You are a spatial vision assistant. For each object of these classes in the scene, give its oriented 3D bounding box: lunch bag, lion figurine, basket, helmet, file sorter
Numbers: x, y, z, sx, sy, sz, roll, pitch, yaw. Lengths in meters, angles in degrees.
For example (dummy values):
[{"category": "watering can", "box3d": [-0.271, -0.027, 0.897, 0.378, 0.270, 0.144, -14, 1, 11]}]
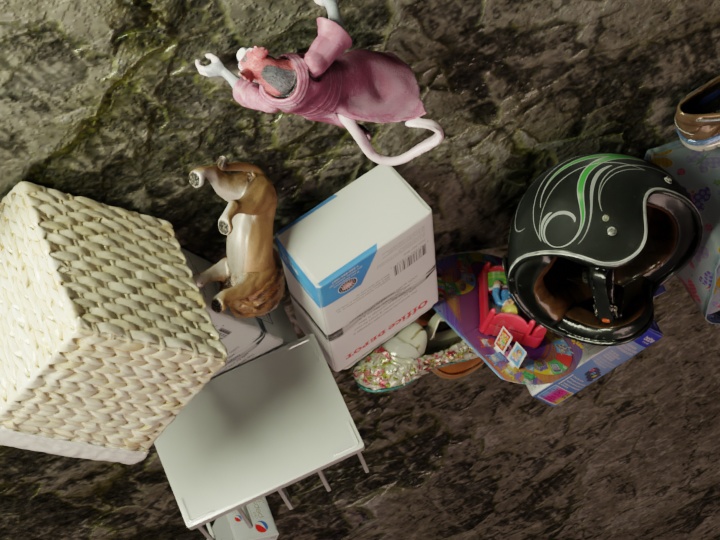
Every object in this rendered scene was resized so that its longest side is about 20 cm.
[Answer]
[{"category": "lunch bag", "box3d": [0.410, -0.048, 1.830, 0.127, 0.170, 0.200, -23, 150, -12]}, {"category": "lion figurine", "box3d": [-0.111, -0.034, 1.519, 0.122, 0.072, 0.201, -25, 137, -48]}, {"category": "basket", "box3d": [-0.262, 0.047, 1.431, 0.200, 0.199, 0.161, 16, 127, -46]}, {"category": "helmet", "box3d": [0.266, -0.036, 1.712, 0.191, 0.199, 0.200, -60, 171, -34]}, {"category": "file sorter", "box3d": [-0.106, 0.188, 1.680, 0.199, 0.139, 0.125, -24, 155, -4]}]

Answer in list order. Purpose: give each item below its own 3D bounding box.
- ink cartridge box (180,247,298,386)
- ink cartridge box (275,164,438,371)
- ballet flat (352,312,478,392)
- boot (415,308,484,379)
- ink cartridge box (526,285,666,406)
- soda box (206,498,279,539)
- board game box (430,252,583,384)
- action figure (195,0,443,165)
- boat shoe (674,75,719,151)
[{"category": "ink cartridge box", "box3d": [-0.178, 0.070, 1.653, 0.146, 0.083, 0.200, -34, 150, 15]}, {"category": "ink cartridge box", "box3d": [0.000, 0.000, 1.647, 0.144, 0.084, 0.200, -34, 153, -14]}, {"category": "ballet flat", "box3d": [0.070, 0.079, 1.757, 0.200, 0.076, 0.064, -18, 131, -43]}, {"category": "boot", "box3d": [0.109, 0.053, 1.878, 0.199, 0.077, 0.155, 6, 136, -32]}, {"category": "ink cartridge box", "box3d": [0.278, 0.057, 1.934, 0.200, 0.137, 0.076, -36, 152, 20]}, {"category": "soda box", "box3d": [-0.179, 0.400, 2.229, 0.068, 0.064, 0.200, -9, 147, -26]}, {"category": "board game box", "box3d": [0.170, 0.039, 1.758, 0.158, 0.200, 0.039, -22, 150, -42]}, {"category": "action figure", "box3d": [-0.043, -0.151, 1.337, 0.134, 0.149, 0.200, -33, 165, 27]}, {"category": "boat shoe", "box3d": [0.437, -0.197, 1.702, 0.199, 0.072, 0.072, -30, 150, 8]}]
